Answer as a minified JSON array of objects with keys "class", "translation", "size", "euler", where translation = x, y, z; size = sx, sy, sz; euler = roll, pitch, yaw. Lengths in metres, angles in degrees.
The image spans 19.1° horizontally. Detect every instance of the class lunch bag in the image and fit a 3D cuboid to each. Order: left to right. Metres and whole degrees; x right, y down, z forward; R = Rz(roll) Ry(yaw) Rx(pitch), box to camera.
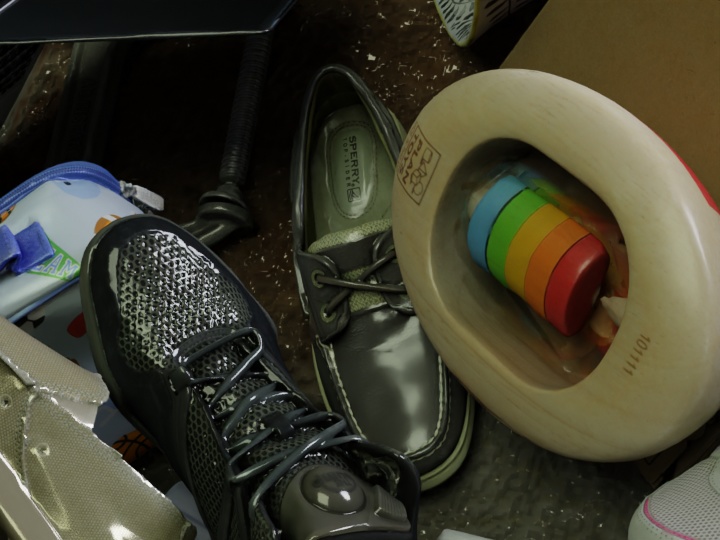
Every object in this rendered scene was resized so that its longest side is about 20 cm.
[{"class":"lunch bag","translation":[-0.157,0.041,0.921],"size":[0.199,0.160,0.076],"euler":[-34,58,0]}]

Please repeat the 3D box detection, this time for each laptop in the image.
[{"class":"laptop","translation":[-0.116,-0.077,0.959],"size":[0.115,0.187,0.201],"euler":[31,112,-1]}]

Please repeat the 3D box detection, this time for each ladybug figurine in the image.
[{"class":"ladybug figurine","translation":[0.086,-0.005,0.858],"size":[0.200,0.072,0.137],"euler":[46,122,41]}]

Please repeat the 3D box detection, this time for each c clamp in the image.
[{"class":"c clamp","translation":[-0.076,-0.085,1.039],"size":[0.169,0.027,0.201],"euler":[4,65,23]}]

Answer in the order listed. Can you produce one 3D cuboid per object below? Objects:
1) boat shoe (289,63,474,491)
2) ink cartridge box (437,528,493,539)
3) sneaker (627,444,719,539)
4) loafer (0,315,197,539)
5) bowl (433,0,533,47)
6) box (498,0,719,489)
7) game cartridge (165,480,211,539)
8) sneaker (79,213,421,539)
[{"class":"boat shoe","translation":[0.001,-0.001,0.942],"size":[0.071,0.066,0.202],"euler":[-16,58,11]},{"class":"ink cartridge box","translation":[0.103,0.195,0.788],"size":[0.198,0.083,0.146],"euler":[11,67,24]},{"class":"sneaker","translation":[0.177,0.054,0.795],"size":[0.199,0.089,0.081],"euler":[-28,31,-25]},{"class":"loafer","translation":[-0.134,0.053,0.816],"size":[0.068,0.076,0.201],"euler":[-34,89,-23]},{"class":"bowl","translation":[0.073,-0.208,0.968],"size":[0.093,0.201,0.202],"euler":[-10,58,-5]},{"class":"box","translation":[0.125,-0.038,0.889],"size":[0.164,0.021,0.201],"euler":[-53,49,32]},{"class":"game cartridge","translation":[-0.077,0.198,0.883],"size":[0.132,0.041,0.201],"euler":[27,74,26]},{"class":"sneaker","translation":[-0.036,0.060,0.812],"size":[0.076,0.114,0.201],"euler":[-23,84,-27]}]
